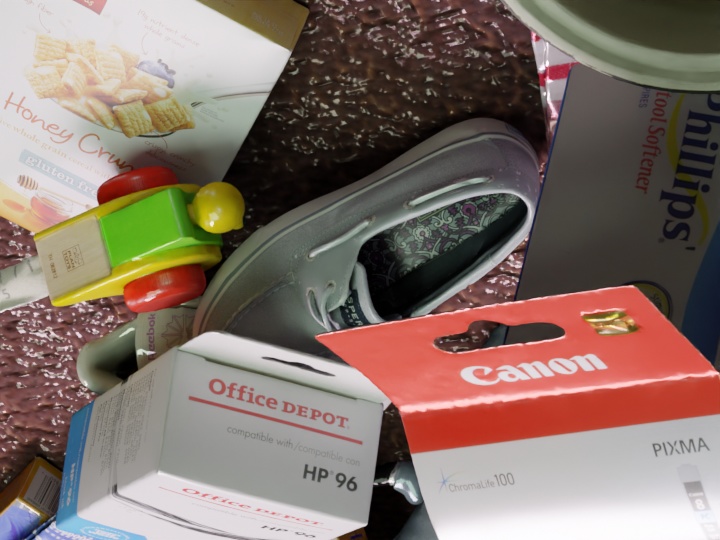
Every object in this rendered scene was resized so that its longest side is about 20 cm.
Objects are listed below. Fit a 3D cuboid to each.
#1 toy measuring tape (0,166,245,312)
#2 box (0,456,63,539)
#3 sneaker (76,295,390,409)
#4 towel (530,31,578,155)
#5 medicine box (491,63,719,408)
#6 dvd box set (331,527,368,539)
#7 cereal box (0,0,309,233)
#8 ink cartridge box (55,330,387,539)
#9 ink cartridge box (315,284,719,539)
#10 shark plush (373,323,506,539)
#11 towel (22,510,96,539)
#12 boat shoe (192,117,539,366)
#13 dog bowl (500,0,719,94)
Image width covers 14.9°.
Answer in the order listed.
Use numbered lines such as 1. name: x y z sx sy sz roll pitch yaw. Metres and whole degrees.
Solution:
1. toy measuring tape: -0.133 -0.003 1.389 0.199 0.074 0.074 -22 120 31
2. box: -0.202 0.203 1.691 0.119 0.042 0.200 35 132 -12
3. sneaker: -0.059 0.047 1.438 0.199 0.075 0.099 -14 160 31
4. towel: 0.143 -0.125 1.252 0.143 0.023 0.201 3 132 19
5. medicine box: 0.149 0.034 1.257 0.102 0.183 0.200 0 144 23
6. dvd box set: -0.052 0.182 1.524 0.146 0.029 0.201 -29 77 34
7. cereal box: -0.127 -0.089 1.385 0.143 0.040 0.200 27 136 -5
8. ink cartridge box: -0.066 0.095 1.384 0.115 0.068 0.200 15 159 -20
9. ink cartridge box: 0.092 0.085 1.143 0.159 0.047 0.200 -9 142 35
10. shark plush: 0.040 0.122 1.452 0.083 0.091 0.200 42 109 -8
11. towel: -0.165 0.220 1.649 0.144 0.024 0.200 35 134 -14
12. boat shoe: 0.001 0.000 1.344 0.200 0.072 0.070 -33 117 14
13. dog bowl: 0.138 -0.179 1.147 0.199 0.074 0.201 9 123 14
